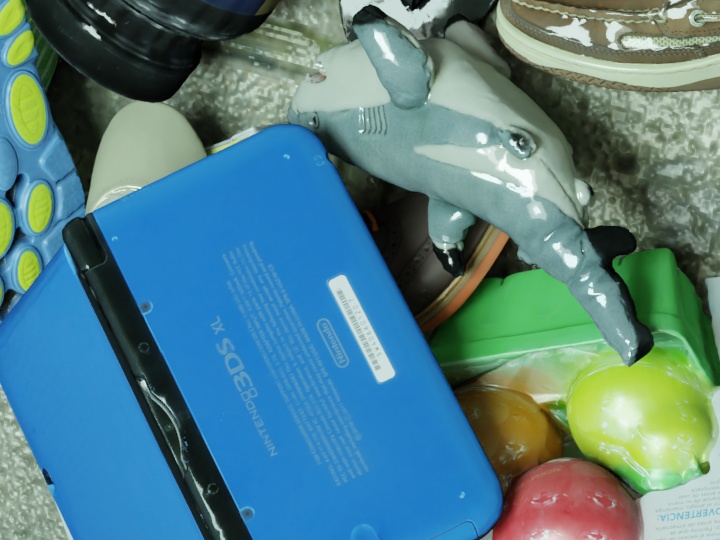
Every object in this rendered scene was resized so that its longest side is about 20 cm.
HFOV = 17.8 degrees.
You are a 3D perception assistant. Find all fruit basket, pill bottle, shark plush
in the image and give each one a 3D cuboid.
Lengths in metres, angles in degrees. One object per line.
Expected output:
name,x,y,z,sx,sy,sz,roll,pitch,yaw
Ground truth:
fruit basket,0.089,0.094,0.994,0.185,0.094,0.201,-11,54,25
pill bottle,-0.064,-0.177,1.036,0.112,0.112,0.200,44,116,9
shark plush,0.056,-0.035,0.996,0.200,0.091,0.083,41,112,11

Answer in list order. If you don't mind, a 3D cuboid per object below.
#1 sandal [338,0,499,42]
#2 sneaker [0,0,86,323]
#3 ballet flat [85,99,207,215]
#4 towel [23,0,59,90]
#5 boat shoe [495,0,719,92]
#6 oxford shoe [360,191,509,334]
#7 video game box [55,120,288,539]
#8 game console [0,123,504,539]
sandal,0.058,-0.166,1.020,0.200,0.045,0.075,-40,86,26
sneaker,-0.184,-0.059,1.094,0.083,0.071,0.200,20,127,50
ballet flat,-0.099,0.023,1.074,0.069,0.069,0.201,2,103,24
towel,-0.230,-0.108,1.176,0.152,0.023,0.200,31,112,14
boat shoe,0.156,-0.121,0.965,0.202,0.075,0.075,5,130,13
oxford shoe,0.000,0.000,1.037,0.200,0.071,0.073,-46,106,-2
video game box,-0.085,0.047,1.134,0.182,0.047,0.201,-17,94,28
game console,-0.056,0.067,1.004,0.170,0.118,0.200,-26,76,-8
